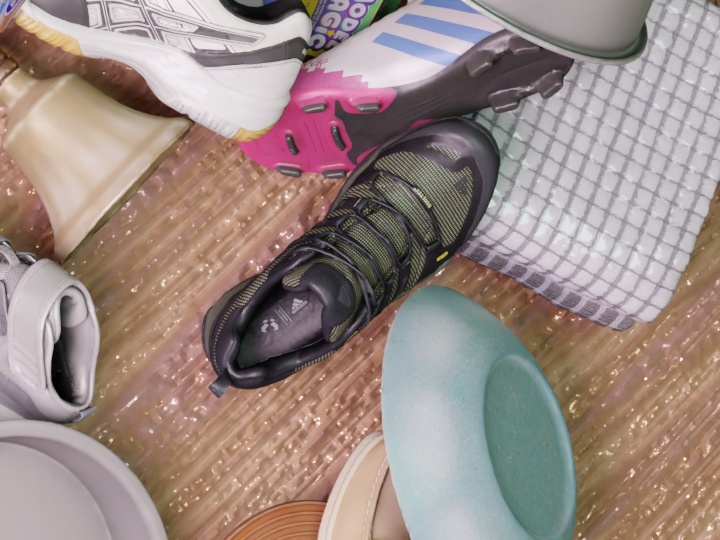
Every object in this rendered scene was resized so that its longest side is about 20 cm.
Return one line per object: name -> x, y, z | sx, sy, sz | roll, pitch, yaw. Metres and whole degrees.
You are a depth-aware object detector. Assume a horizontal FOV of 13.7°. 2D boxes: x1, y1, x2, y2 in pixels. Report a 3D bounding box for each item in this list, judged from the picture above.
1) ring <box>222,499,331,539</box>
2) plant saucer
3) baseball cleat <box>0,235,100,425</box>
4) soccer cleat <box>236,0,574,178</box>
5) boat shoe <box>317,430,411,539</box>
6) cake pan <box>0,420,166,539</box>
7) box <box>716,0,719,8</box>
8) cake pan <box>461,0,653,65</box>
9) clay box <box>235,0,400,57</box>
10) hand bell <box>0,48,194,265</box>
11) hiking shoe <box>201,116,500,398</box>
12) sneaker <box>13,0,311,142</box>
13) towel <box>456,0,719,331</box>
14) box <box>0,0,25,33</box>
ring -> -0.033, 0.224, 1.610 | 0.200, 0.019, 0.200 | 3, 86, -44
plant saucer -> 0.077, 0.101, 1.640 | 0.201, 0.039, 0.201 | 37, 46, -50
baseball cleat -> -0.194, -0.010, 1.536 | 0.070, 0.106, 0.200 | -43, 108, -39
soccer cleat -> 0.026, -0.112, 1.650 | 0.086, 0.200, 0.070 | -92, 160, -44
boat shoe -> 0.017, 0.185, 1.599 | 0.074, 0.069, 0.200 | 21, 74, -42
cake pan -> -0.187, 0.174, 1.520 | 0.200, 0.037, 0.200 | -4, 97, -37
box -> 0.336, -0.106, 1.824 | 0.200, 0.106, 0.152 | -5, 86, -28
cake pan -> 0.080, -0.188, 1.601 | 0.200, 0.037, 0.200 | 28, 27, -16
clay box -> -0.050, -0.185, 1.631 | 0.200, 0.115, 0.048 | 15, 33, -24
hand bell -> -0.196, -0.107, 1.575 | 0.200, 0.104, 0.104 | 42, 66, -2
hiking shoe -> 0.000, 0.000, 1.598 | 0.200, 0.101, 0.076 | -43, 102, 8
sneaker -> -0.119, -0.149, 1.572 | 0.200, 0.076, 0.088 | 26, 104, -16
towel -> 0.123, -0.085, 1.725 | 0.166, 0.086, 0.200 | 27, 70, -17
box -> -0.257, -0.192, 1.487 | 0.200, 0.095, 0.100 | 28, 68, 12
